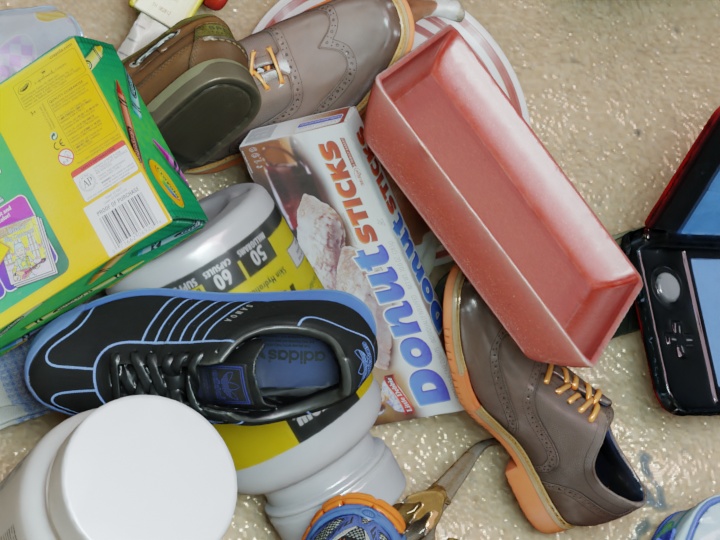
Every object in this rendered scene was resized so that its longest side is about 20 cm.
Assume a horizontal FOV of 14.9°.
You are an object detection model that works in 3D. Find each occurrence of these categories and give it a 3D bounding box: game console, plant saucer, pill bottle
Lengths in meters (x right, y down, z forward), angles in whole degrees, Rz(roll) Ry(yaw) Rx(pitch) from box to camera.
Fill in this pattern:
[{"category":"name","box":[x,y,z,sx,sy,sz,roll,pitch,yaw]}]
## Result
[{"category":"game console","box":[0.276,-0.005,1.724,0.200,0.119,0.173,2,71,-39]},{"category":"plant saucer","box":[0.078,-0.040,1.591,0.200,0.037,0.200,53,20,-3]},{"category":"pill bottle","box":[-0.056,0.059,1.593,0.111,0.111,0.200,-38,106,-27]},{"category":"pill bottle","box":[-0.141,0.140,1.497,0.113,0.200,0.113,7,70,-18]}]

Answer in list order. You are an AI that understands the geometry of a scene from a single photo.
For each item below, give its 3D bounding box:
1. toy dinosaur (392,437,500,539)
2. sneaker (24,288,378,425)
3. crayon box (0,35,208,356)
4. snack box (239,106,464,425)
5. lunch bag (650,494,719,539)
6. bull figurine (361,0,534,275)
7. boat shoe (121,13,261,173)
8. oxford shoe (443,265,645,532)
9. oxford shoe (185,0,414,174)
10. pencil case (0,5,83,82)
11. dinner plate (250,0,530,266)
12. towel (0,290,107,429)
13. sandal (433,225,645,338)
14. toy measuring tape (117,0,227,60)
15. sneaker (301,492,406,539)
[{"category":"toy dinosaur","box":[0.032,0.150,1.621,0.060,0.106,0.200,46,70,-11]},{"category":"sneaker","box":[-0.090,0.050,1.492,0.200,0.078,0.070,-8,107,7]},{"category":"crayon box","box":[-0.200,-0.027,1.522,0.200,0.058,0.119,-31,80,14]},{"category":"snack box","box":[0.000,0.000,1.623,0.200,0.072,0.024,66,28,-23]},{"category":"lunch bag","box":[0.224,0.246,1.664,0.161,0.082,0.200,30,64,-10]},{"category":"bull figurine","box":[0.030,-0.077,1.690,0.121,0.065,0.200,-15,80,-29]},{"category":"boat shoe","box":[-0.145,-0.071,1.585,0.200,0.072,0.068,-32,51,12]},{"category":"oxford shoe","box":[0.110,0.071,1.630,0.200,0.073,0.071,59,36,-34]},{"category":"oxford shoe","box":[-0.056,-0.107,1.614,0.073,0.200,0.071,-5,69,-57]},{"category":"pencil case","box":[-0.261,-0.113,1.605,0.200,0.083,0.091,1,72,-21]},{"category":"dinner plate","box":[0.013,-0.093,1.736,0.200,0.024,0.200,6,70,-18]},{"category":"towel","box":[-0.193,0.015,1.621,0.200,0.024,0.147,-20,77,-27]},{"category":"sandal","box":[0.121,0.016,1.722,0.201,0.057,0.080,-11,108,-38]},{"category":"toy measuring tape","box":[-0.124,-0.160,1.698,0.074,0.074,0.200,31,86,-8]},{"category":"sneaker","box":[-0.033,0.223,1.543,0.075,0.078,0.200,16,100,6]}]
